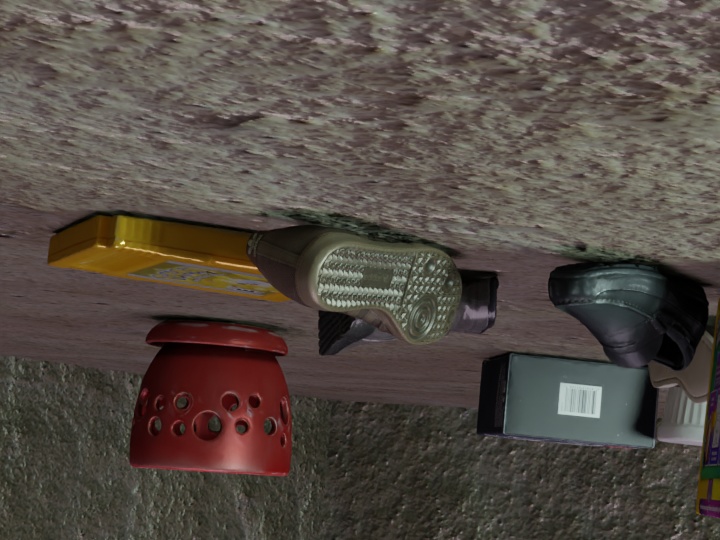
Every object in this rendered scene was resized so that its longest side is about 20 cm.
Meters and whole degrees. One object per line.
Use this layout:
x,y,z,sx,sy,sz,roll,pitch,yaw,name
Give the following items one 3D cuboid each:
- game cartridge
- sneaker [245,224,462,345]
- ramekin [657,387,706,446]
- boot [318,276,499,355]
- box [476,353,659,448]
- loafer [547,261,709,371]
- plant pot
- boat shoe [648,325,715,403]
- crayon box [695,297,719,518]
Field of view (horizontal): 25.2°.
-0.123,-0.007,1.226,0.199,0.033,0.176,7,173,-22,game cartridge
0.000,0.000,1.132,0.075,0.071,0.200,23,-179,34,sneaker
0.465,0.170,1.967,0.201,0.095,0.202,6,173,1,ramekin
0.038,0.038,1.345,0.131,0.070,0.200,1,178,-12,boot
0.267,0.173,2.099,0.198,0.105,0.182,6,174,-6,box
0.197,0.035,1.165,0.068,0.071,0.200,0,171,35,loafer
-0.177,0.159,1.984,0.199,0.184,0.200,6,173,1,plant pot
0.324,0.086,1.505,0.059,0.072,0.200,0,177,-7,boat shoe
0.290,0.096,1.167,0.058,0.174,0.200,8,174,6,crayon box
